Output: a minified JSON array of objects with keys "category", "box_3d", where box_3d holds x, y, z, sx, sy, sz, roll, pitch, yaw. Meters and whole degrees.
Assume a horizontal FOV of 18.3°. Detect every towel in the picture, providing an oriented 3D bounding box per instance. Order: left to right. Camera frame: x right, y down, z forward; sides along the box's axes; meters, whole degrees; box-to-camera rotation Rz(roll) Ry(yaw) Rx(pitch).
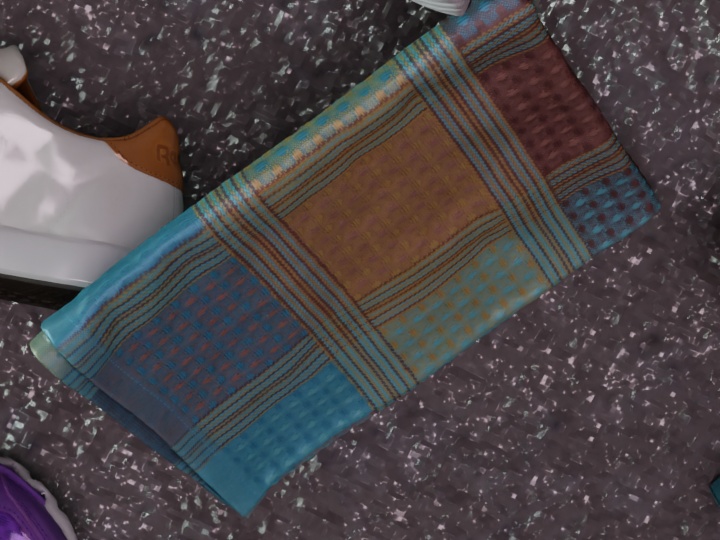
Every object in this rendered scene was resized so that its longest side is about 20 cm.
[{"category":"towel","box_3d":[0.000,0.000,0.773,0.200,0.022,0.147,-36,142,5]}]

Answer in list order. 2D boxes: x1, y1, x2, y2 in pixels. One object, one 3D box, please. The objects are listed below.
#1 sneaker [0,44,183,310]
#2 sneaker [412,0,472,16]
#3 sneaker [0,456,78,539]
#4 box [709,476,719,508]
[{"category":"sneaker","box_3d":[-0.159,-0.041,0.779,0.200,0.073,0.085,11,79,-4]},{"category":"sneaker","box_3d":[-0.012,-0.141,0.693,0.130,0.199,0.080,20,109,4]},{"category":"sneaker","box_3d":[-0.194,0.086,0.790,0.200,0.088,0.081,28,100,-11]},{"category":"box","box_3d":[0.231,0.047,0.824,0.200,0.049,0.082,-43,103,7]}]
